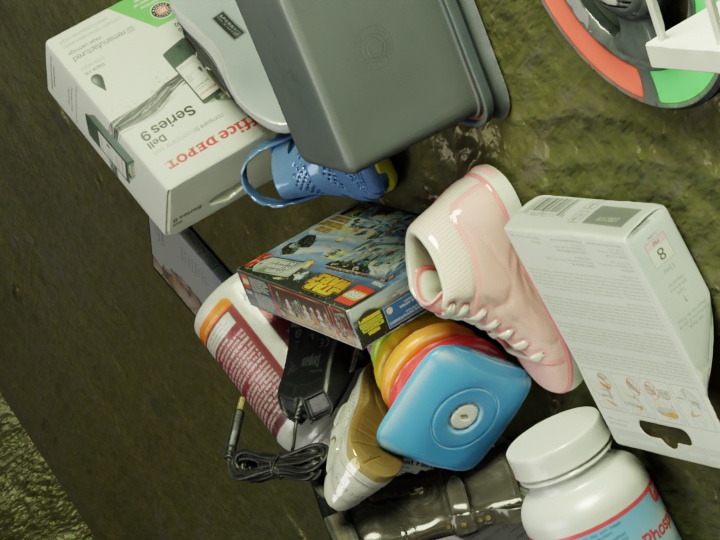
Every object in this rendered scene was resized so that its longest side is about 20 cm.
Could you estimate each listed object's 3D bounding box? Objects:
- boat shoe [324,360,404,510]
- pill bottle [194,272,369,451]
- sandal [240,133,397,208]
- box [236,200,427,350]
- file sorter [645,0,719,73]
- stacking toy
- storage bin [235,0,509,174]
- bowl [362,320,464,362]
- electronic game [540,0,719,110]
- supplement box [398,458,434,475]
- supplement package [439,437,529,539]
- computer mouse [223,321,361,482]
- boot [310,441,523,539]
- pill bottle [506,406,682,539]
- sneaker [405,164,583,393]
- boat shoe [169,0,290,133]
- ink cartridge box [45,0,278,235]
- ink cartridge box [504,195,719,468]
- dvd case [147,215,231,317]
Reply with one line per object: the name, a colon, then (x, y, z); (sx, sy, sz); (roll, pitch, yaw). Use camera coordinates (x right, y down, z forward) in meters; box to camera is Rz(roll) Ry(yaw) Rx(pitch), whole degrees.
boat shoe: (0.005, 0.136, 1.665); (0.071, 0.200, 0.069); (40, 115, -2)
pill bottle: (-0.055, 0.095, 1.843); (0.200, 0.114, 0.114); (52, 158, 17)
sandal: (-0.039, -0.086, 1.711); (0.200, 0.087, 0.080); (2, 119, 63)
box: (0.000, 0.000, 1.670); (0.200, 0.137, 0.040); (19, 134, 59)
file sorter: (0.231, -0.175, 0.935); (0.200, 0.138, 0.125); (16, 131, 60)
stacking toy: (0.045, 0.064, 1.659); (0.116, 0.110, 0.200); (19, -158, -36)
storage bin: (-0.006, -0.174, 1.453); (0.145, 0.134, 0.201); (19, 136, 58)
bowl: (0.043, 0.073, 1.809); (0.201, 0.039, 0.201); (46, 156, 27)
electronic game: (0.158, -0.188, 1.203); (0.200, 0.042, 0.200); (46, 155, 28)
supplement box: (0.032, 0.276, 1.860); (0.108, 0.201, 0.110); (10, 144, 8)
supplement package: (0.142, 0.271, 1.747); (0.120, 0.121, 0.201); (19, 136, 59)
computer mouse: (-0.054, 0.100, 1.756); (0.140, 0.201, 0.046); (-15, 148, 43)
boot: (0.052, 0.188, 1.689); (0.200, 0.173, 0.070); (-117, 7, -63)
pill bottle: (0.195, 0.214, 1.574); (0.201, 0.109, 0.109); (63, 158, -11)
sneaker: (0.097, 0.027, 1.544); (0.075, 0.104, 0.201); (16, 135, 58)
boat shoe: (-0.104, -0.181, 1.753); (0.200, 0.070, 0.066); (46, 163, 29)
ink cartridge box: (-0.176, -0.153, 1.837); (0.200, 0.146, 0.084); (49, 156, 20)
ink cartridge box: (0.200, 0.042, 1.429); (0.200, 0.057, 0.162); (56, 160, -19)
dvd case: (-0.177, 0.019, 2.244); (0.200, 0.018, 0.143); (47, 155, 26)
